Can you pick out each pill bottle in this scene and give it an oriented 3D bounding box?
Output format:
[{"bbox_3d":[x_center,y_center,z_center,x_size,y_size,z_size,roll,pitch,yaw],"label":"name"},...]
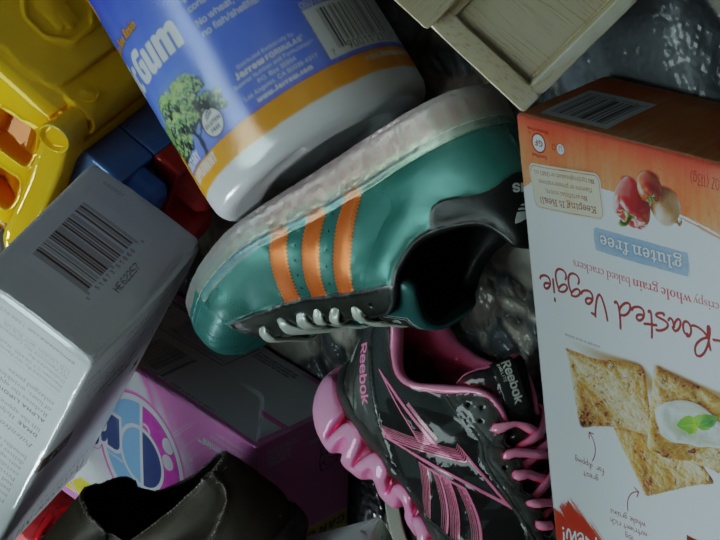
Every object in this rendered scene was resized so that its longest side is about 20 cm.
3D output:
[{"bbox_3d":[-0.065,-0.133,1.102,0.201,0.112,0.112,58,144,10],"label":"pill bottle"}]

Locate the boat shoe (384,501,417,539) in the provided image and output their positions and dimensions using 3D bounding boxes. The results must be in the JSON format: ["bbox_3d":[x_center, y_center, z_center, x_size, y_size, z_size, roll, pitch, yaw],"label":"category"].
[{"bbox_3d":[0.074,0.180,1.148,0.202,0.060,0.072,63,-170,25],"label":"boat shoe"}]

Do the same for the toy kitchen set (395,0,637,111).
[{"bbox_3d":[0.043,-0.212,0.973,0.200,0.181,0.163,41,107,-20],"label":"toy kitchen set"}]

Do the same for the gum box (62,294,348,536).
[{"bbox_3d":[-0.095,0.087,1.302,0.199,0.066,0.114,30,130,39],"label":"gum box"}]

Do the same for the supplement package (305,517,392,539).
[{"bbox_3d":[-0.070,0.225,1.183,0.199,0.156,0.111,-17,112,31],"label":"supplement package"}]

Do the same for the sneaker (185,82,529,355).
[{"bbox_3d":[0.000,0.000,1.088,0.200,0.071,0.080,-35,68,36],"label":"sneaker"}]

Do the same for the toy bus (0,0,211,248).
[{"bbox_3d":[-0.163,-0.066,1.270,0.192,0.136,0.200,40,141,7],"label":"toy bus"}]

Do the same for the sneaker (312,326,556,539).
[{"bbox_3d":[0.060,0.088,1.111,0.200,0.079,0.096,44,128,25],"label":"sneaker"}]

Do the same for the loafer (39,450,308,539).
[{"bbox_3d":[-0.123,0.135,1.208,0.199,0.073,0.072,-23,108,18],"label":"loafer"}]

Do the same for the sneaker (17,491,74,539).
[{"bbox_3d":[-0.144,0.168,1.422,0.115,0.078,0.201,-27,100,46],"label":"sneaker"}]

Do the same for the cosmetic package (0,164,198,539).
[{"bbox_3d":[-0.159,0.052,1.215,0.074,0.102,0.200,36,138,6],"label":"cosmetic package"}]

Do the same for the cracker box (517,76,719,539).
[{"bbox_3d":[0.134,0.034,0.990,0.133,0.057,0.202,18,123,47],"label":"cracker box"}]
